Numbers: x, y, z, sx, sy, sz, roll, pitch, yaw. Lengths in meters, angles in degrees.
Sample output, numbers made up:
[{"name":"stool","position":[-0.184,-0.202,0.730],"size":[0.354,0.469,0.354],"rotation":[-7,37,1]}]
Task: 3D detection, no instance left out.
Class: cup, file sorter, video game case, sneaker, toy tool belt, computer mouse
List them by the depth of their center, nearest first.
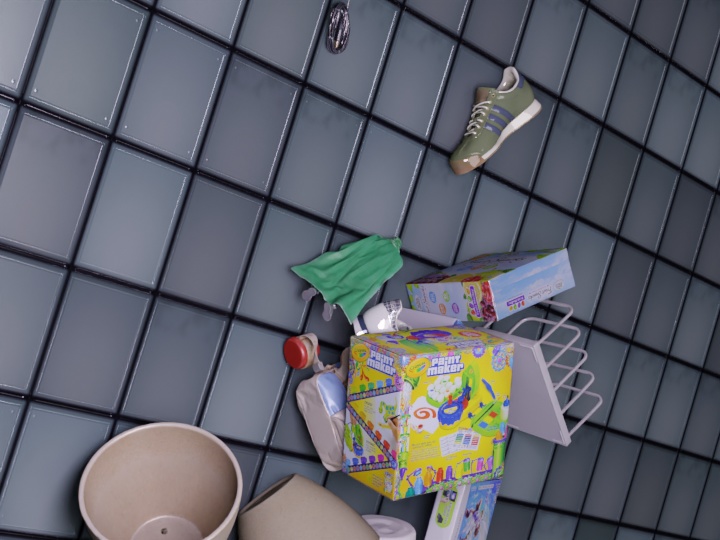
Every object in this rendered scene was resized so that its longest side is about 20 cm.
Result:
[{"name":"cup","position":[-0.249,0.317,1.413],"size":[0.199,0.200,0.144],"rotation":[-28,142,-31]},{"name":"computer mouse","position":[-0.013,-0.403,1.554],"size":[0.058,0.034,0.202],"rotation":[17,93,-55]},{"name":"cup","position":[-0.092,0.372,1.555],"size":[0.199,0.200,0.144],"rotation":[-34,90,-28]},{"name":"sneaker","position":[0.060,0.135,1.593],"size":[0.080,0.077,0.201],"rotation":[-27,118,1]},{"name":"toy tool belt","position":[-0.026,0.178,1.605],"size":[0.122,0.124,0.202],"rotation":[-16,81,-42]},{"name":"sneaker","position":[0.195,-0.240,1.727],"size":[0.200,0.067,0.090],"rotation":[-41,114,-25]},{"name":"video game case","position":[0.158,0.421,1.784],"size":[0.200,0.045,0.184],"rotation":[18,89,-65]},{"name":"file sorter","position":[0.298,0.159,1.836],"size":[0.124,0.138,0.202],"rotation":[-38,120,-29]}]

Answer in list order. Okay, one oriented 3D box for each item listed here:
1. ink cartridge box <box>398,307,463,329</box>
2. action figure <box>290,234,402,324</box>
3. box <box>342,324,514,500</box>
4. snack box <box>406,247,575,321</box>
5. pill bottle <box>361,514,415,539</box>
[{"name":"ink cartridge box","position":[0.132,0.157,1.702],"size":[0.077,0.136,0.201],"rotation":[-52,125,-22]},{"name":"action figure","position":[0.000,0.000,1.608],"size":[0.118,0.055,0.199],"rotation":[45,47,11]},{"name":"box","position":[0.093,0.187,1.513],"size":[0.198,0.121,0.195],"rotation":[-3,102,-36]},{"name":"snack box","position":[0.195,0.022,1.684],"size":[0.167,0.199,0.069],"rotation":[-20,100,-32]},{"name":"pill bottle","position":[0.022,0.487,1.699],"size":[0.110,0.110,0.203],"rotation":[1,98,-38]}]
